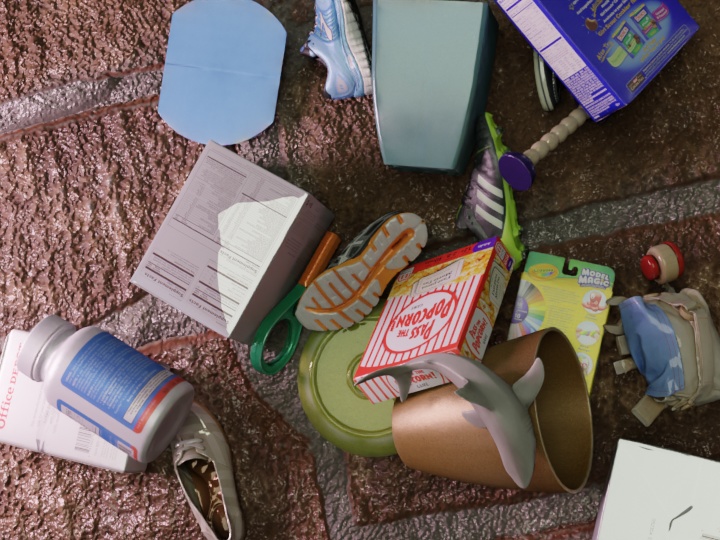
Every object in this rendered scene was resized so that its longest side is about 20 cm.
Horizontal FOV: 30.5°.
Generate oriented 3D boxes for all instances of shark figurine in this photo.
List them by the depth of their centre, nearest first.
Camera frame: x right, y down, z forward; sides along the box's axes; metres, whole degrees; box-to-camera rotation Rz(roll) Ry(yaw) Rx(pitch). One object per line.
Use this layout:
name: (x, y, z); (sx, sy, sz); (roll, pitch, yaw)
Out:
shark figurine: (0.104, 0.126, 1.402); (0.214, 0.089, 0.129); (30, 108, 29)

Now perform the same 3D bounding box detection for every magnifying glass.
magnifying glass: (-0.080, 0.041, 1.674); (0.022, 0.080, 0.200); (19, 74, 28)

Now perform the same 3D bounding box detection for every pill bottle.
pill bottle: (-0.311, 0.136, 1.595); (0.200, 0.112, 0.112); (31, 88, 10)

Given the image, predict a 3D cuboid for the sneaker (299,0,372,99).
sneaker: (-0.044, -0.314, 1.713); (0.090, 0.078, 0.201); (-20, 78, 11)

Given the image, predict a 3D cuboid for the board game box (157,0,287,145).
board game box: (-0.179, -0.263, 1.753); (0.157, 0.039, 0.201); (8, 88, 7)

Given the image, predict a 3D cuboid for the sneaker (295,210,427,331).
sneaker: (0.000, 0.000, 1.658); (0.200, 0.077, 0.078); (-40, 109, 2)

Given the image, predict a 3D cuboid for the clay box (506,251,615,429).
clay box: (0.238, 0.086, 1.613); (0.114, 0.048, 0.201); (13, 84, 14)

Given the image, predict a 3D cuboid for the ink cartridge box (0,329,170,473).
ink cartridge box: (-0.364, 0.167, 1.699); (0.199, 0.083, 0.147); (12, 84, 12)

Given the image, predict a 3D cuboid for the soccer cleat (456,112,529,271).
soccer cleat: (0.154, -0.093, 1.634); (0.081, 0.068, 0.201); (-9, 95, 15)

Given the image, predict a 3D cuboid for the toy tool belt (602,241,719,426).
toy tool belt: (0.346, 0.073, 1.547); (0.122, 0.125, 0.201); (-16, 78, -14)

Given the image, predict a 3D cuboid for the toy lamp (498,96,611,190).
toy lamp: (0.250, -0.175, 1.610); (0.058, 0.058, 0.200); (42, 61, 14)

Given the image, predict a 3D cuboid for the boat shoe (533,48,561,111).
boat shoe: (0.255, -0.298, 1.655); (0.062, 0.075, 0.201); (6, 78, 18)

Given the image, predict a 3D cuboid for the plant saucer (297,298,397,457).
plant saucer: (0.014, 0.133, 1.659); (0.199, 0.031, 0.201); (-2, 81, 11)

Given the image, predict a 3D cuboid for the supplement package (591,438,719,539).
supplement package: (0.339, 0.298, 1.484); (0.147, 0.200, 0.192); (13, 85, 12)

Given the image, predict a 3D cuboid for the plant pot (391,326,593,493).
plant pot: (0.143, 0.172, 1.522); (0.199, 0.186, 0.187); (-10, 79, 26)

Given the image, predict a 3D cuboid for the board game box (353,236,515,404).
board game box: (0.090, 0.058, 1.557); (0.151, 0.200, 0.046); (-20, 120, 34)

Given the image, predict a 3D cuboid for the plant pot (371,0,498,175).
plant pot: (0.089, -0.224, 1.646); (0.141, 0.141, 0.201); (4, 90, 12)

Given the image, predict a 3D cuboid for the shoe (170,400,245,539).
shoe: (-0.195, 0.256, 1.668); (0.070, 0.053, 0.201); (-23, 78, 7)

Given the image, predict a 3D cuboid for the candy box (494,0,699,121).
candy box: (0.283, -0.310, 1.587); (0.200, 0.077, 0.169); (49, 63, -7)

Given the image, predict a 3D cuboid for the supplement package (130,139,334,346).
supplement package: (-0.156, -0.029, 1.652); (0.150, 0.152, 0.200); (29, 88, 14)
